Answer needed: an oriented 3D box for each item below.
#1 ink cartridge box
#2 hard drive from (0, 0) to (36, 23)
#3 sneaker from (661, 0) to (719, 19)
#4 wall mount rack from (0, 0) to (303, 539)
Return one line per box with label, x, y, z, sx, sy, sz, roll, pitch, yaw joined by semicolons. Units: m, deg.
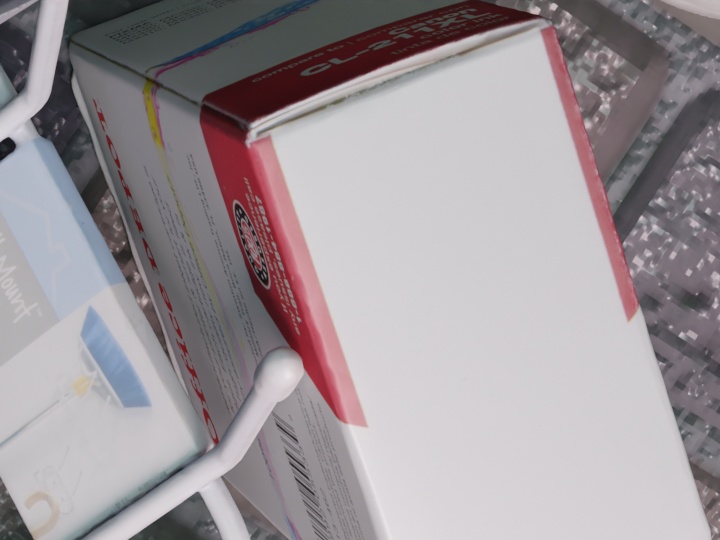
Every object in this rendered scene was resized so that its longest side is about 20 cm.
ink cartridge box;0.000;0.000;0.774;0.083;0.200;0.146;-23;107;-13
hard drive;-0.171;-0.080;0.631;0.135;0.200;0.042;48;119;10
sneaker;0.088;-0.122;0.830;0.200;0.088;0.075;23;94;-19
wall mount rack;-0.084;0.011;0.760;0.174;0.075;0.200;-36;78;32
